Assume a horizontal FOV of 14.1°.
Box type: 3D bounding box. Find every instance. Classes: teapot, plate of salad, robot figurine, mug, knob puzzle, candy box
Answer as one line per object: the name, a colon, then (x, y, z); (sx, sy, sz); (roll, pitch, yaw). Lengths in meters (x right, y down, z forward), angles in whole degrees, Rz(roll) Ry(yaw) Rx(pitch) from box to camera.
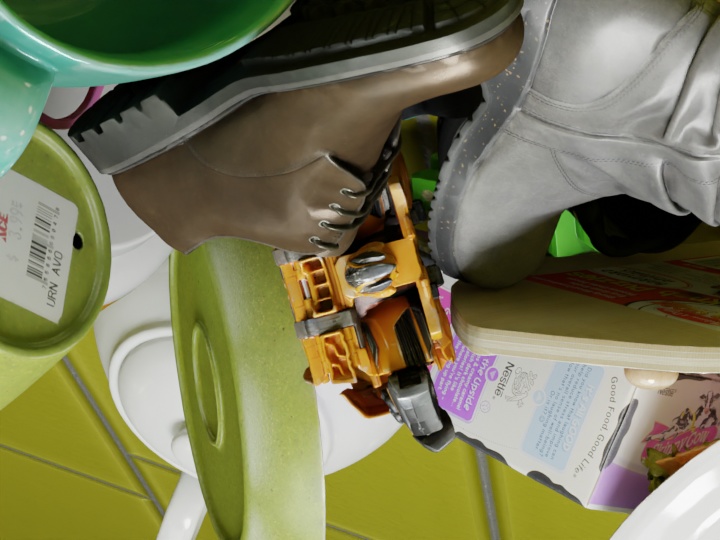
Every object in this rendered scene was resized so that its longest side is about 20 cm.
teapot: (-0.059, 0.045, 1.479); (0.197, 0.146, 0.200); (-9, 131, 35)
plate of salad: (0.182, 0.104, 1.277); (0.048, 0.200, 0.200); (60, -171, 34)
robot figurine: (0.000, 0.000, 1.132); (0.058, 0.145, 0.200); (-16, -179, 3)
mug: (-0.110, -0.130, 0.987); (0.114, 0.185, 0.152); (1, 120, 61)
knob puzzle: (0.120, 0.024, 1.090); (0.220, 0.030, 0.220); (2, -169, 0)
candy box: (0.085, 0.046, 1.350); (0.200, 0.072, 0.168); (26, -173, 36)

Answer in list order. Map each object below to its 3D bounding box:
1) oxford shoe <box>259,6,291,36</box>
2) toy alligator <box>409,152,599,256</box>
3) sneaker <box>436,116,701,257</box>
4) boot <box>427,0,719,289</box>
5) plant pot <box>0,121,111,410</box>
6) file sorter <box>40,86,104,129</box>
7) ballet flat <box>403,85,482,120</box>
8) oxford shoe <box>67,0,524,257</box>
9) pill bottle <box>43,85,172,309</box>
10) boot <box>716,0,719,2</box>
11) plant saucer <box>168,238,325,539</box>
oxford shoe: (-0.042, -0.112, 1.142); (0.071, 0.074, 0.200); (12, 167, -6)
toy alligator: (0.069, -0.036, 1.321); (0.054, 0.059, 0.200); (-22, -155, -38)
sneaker: (0.094, -0.048, 1.175); (0.071, 0.083, 0.200); (33, 162, -34)
boot: (0.100, -0.032, 1.016); (0.132, 0.070, 0.200); (28, 151, 11)
plant pot: (-0.196, 0.004, 1.118); (0.200, 0.187, 0.187); (-14, 145, 39)
file sorter: (-0.193, -0.138, 1.151); (0.200, 0.139, 0.125); (9, 161, 39)
ballet flat: (0.028, -0.095, 1.137); (0.073, 0.073, 0.200); (27, 166, -20)
oxford shoe: (-0.008, -0.052, 0.994); (0.200, 0.073, 0.084); (-18, 111, 48)
pill bottle: (-0.137, -0.032, 1.258); (0.111, 0.111, 0.200); (25, 163, -13)
boot: (0.137, -0.082, 1.048); (0.074, 0.075, 0.200); (7, 144, 53)
plant saucer: (-0.054, 0.047, 1.265); (0.031, 0.200, 0.200); (-8, 169, -12)
